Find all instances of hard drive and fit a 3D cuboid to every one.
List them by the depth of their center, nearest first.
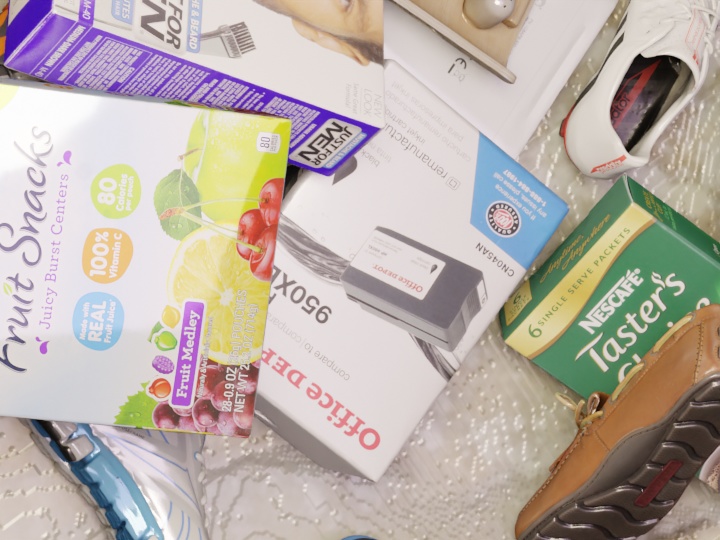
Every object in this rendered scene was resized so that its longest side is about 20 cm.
[{"bbox_3d":[0.043,-0.171,1.575,0.200,0.027,0.132,39,73,-17],"label":"hard drive"}]

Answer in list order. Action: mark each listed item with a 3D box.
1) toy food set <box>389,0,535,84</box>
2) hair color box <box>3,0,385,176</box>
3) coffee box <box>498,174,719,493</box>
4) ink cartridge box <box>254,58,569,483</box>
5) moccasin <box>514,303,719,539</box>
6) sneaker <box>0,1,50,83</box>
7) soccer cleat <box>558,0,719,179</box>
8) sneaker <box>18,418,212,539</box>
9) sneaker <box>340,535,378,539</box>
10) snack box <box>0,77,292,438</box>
[{"bbox_3d":[0.071,-0.227,1.543,0.143,0.060,0.200,32,72,-20],"label":"toy food set"},{"bbox_3d":[-0.085,-0.135,1.434,0.200,0.065,0.109,18,54,-29],"label":"hair color box"},{"bbox_3d":[0.195,0.046,1.610,0.200,0.044,0.123,36,111,-18],"label":"coffee box"},{"bbox_3d":[0.000,0.000,1.543,0.145,0.084,0.200,38,80,-17],"label":"ink cartridge box"},{"bbox_3d":[0.156,0.097,1.574,0.074,0.078,0.201,13,131,-24],"label":"moccasin"},{"bbox_3d":[-0.164,-0.157,1.491,0.200,0.078,0.112,-17,94,-29],"label":"sneaker"},{"bbox_3d":[0.186,-0.143,1.602,0.069,0.085,0.200,31,82,-18],"label":"soccer cleat"},{"bbox_3d":[-0.110,0.120,1.519,0.087,0.075,0.200,-37,104,-20],"label":"sneaker"},{"bbox_3d":[0.069,0.214,1.579,0.200,0.083,0.071,25,85,-19],"label":"sneaker"},{"bbox_3d":[-0.146,-0.009,1.366,0.200,0.068,0.169,6,95,-15],"label":"snack box"}]
